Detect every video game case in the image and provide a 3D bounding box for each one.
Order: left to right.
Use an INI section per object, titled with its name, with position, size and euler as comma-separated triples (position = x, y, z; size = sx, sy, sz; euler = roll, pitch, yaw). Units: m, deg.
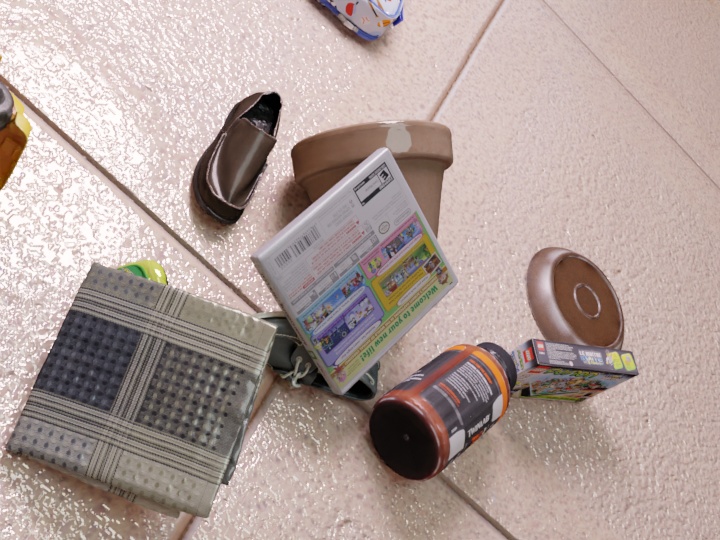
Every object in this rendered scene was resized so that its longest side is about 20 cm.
[video game case]
position = 0.000, 0.000, 1.057
size = 0.200, 0.022, 0.184
euler = -41, 114, -24

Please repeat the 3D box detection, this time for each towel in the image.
[towel]
position = -0.192, 0.109, 0.892
size = 0.197, 0.035, 0.195
euler = 19, 68, 2

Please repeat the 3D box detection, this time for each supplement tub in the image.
[supplement tub]
position = 0.106, 0.154, 1.142
size = 0.199, 0.107, 0.108
euler = -29, 84, -45

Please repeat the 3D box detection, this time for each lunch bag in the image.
[lunch bag]
position = 0.003, -0.435, 1.438
size = 0.159, 0.075, 0.202
euler = 37, 46, -20

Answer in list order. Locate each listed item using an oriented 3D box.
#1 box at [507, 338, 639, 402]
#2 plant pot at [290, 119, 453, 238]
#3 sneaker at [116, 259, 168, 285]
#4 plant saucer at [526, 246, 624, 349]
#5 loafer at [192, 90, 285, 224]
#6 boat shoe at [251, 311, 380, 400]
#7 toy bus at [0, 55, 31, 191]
[box]
position = 0.259, 0.134, 1.281
size = 0.197, 0.110, 0.035
euler = 9, 59, -36
[plant pot]
position = 0.022, -0.071, 1.174
size = 0.198, 0.199, 0.178
euler = -4, 86, -41
[sneaker]
position = -0.219, 0.092, 0.946
size = 0.082, 0.074, 0.204
euler = -6, 72, -6
[plant saucer]
position = 0.327, 0.051, 1.447
size = 0.198, 0.032, 0.203
euler = 20, 55, -30
[loafer]
position = -0.139, -0.143, 1.141
size = 0.072, 0.071, 0.202
euler = 30, 49, -22
[boat shoe]
position = -0.057, 0.097, 1.066
size = 0.198, 0.073, 0.063
euler = 19, 49, -37
[toy bus]
position = -0.403, -0.180, 0.917
size = 0.198, 0.136, 0.194
euler = 31, 32, -24
